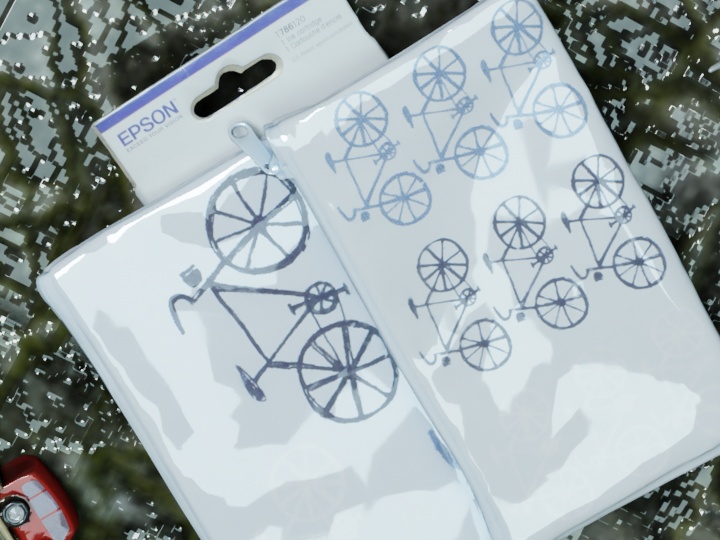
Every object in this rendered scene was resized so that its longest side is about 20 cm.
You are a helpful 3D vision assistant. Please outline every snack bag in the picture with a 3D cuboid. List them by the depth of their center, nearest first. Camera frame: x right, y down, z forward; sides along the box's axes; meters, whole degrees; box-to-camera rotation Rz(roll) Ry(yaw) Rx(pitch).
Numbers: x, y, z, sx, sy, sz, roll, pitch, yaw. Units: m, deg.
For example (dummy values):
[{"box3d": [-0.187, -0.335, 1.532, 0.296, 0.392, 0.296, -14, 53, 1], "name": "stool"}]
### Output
[{"box3d": [0.013, 0.026, 0.957, 0.199, 0.021, 0.189, -29, 108, 3], "name": "snack bag"}]

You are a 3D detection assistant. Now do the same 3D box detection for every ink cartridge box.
[{"box3d": [0.000, 0.000, 0.979, 0.099, 0.039, 0.200, -31, 108, 4], "name": "ink cartridge box"}]

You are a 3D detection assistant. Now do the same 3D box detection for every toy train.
[{"box3d": [-0.122, 0.091, 0.996, 0.046, 0.034, 0.200, -29, 107, 0], "name": "toy train"}]

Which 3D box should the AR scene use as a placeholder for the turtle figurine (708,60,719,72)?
[{"box3d": [0.227, -0.040, 0.962, 0.199, 0.101, 0.150, -12, 107, -8], "name": "turtle figurine"}]
